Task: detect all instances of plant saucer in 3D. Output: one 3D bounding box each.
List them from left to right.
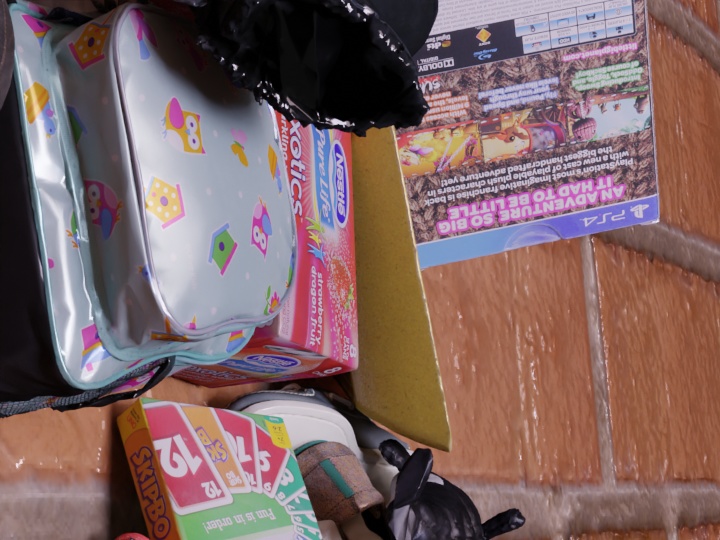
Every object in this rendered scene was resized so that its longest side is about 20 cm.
[{"bbox_3d":[0.000,0.000,1.256,0.200,0.048,0.200,-144,-138,-82],"label":"plant saucer"}]

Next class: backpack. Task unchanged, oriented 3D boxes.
[{"bbox_3d":[-0.113,-0.030,0.938,0.200,0.153,0.176,-2,80,-75],"label":"backpack"}]

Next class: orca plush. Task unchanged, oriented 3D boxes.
[{"bbox_3d":[0.053,0.131,1.190,0.200,0.071,0.105,70,5,-66],"label":"orca plush"}]

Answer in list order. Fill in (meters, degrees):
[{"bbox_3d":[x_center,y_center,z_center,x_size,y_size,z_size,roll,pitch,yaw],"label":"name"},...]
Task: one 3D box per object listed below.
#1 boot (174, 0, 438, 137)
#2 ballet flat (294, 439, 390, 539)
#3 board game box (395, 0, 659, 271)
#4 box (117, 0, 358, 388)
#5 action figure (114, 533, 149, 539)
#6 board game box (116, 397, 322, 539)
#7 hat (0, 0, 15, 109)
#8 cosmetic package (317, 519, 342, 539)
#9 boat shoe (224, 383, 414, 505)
[{"bbox_3d":[-0.016,-0.113,0.939,0.198,0.073,0.162,29,17,-39],"label":"boot"},{"bbox_3d":[0.000,0.180,1.212,0.068,0.067,0.200,-36,137,-16],"label":"ballet flat"},{"bbox_3d":[0.081,-0.120,1.258,0.097,0.159,0.200,-112,-167,-60],"label":"board game box"},{"bbox_3d":[-0.064,-0.046,1.127,0.100,0.095,0.200,29,56,-63],"label":"box"},{"bbox_3d":[-0.122,0.207,0.971,0.065,0.052,0.200,53,33,-44],"label":"action figure"},{"bbox_3d":[-0.053,0.155,1.046,0.095,0.030,0.200,12,49,-41],"label":"board game box"},{"bbox_3d":[-0.218,-0.125,0.791,0.201,0.081,0.201,45,32,-40],"label":"hat"},{"bbox_3d":[-0.056,0.227,1.087,0.200,0.071,0.105,-63,139,-55],"label":"cosmetic package"},{"bbox_3d":[-0.032,0.101,1.234,0.062,0.073,0.200,44,10,32],"label":"boat shoe"}]
